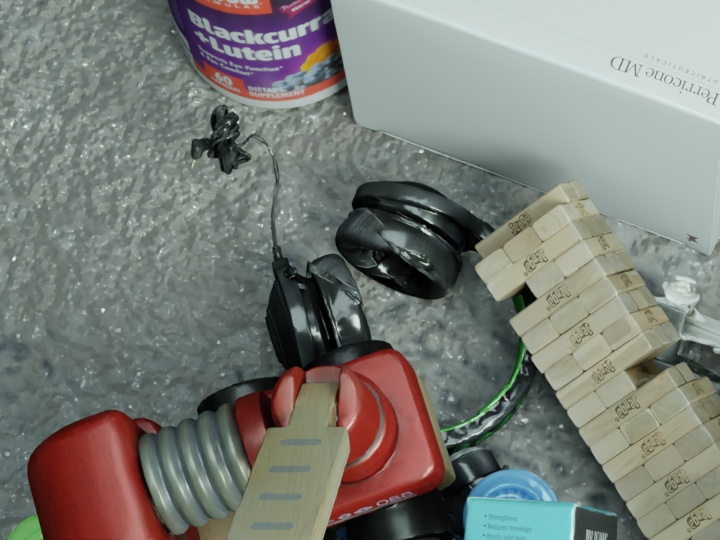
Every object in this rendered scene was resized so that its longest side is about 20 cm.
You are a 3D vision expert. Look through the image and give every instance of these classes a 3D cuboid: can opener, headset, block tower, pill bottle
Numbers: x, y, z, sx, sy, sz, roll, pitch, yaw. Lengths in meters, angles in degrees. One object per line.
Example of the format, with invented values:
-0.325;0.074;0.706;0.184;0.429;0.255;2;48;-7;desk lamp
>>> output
0.205;0.054;1.230;0.200;0.053;0.067;17;104;14;can opener
0.000;0.000;1.240;0.200;0.094;0.124;43;77;13;headset
0.129;0.057;1.194;0.058;0.054;0.200;-37;81;21;block tower
-0.049;-0.170;1.258;0.111;0.200;0.112;-2;67;5;pill bottle

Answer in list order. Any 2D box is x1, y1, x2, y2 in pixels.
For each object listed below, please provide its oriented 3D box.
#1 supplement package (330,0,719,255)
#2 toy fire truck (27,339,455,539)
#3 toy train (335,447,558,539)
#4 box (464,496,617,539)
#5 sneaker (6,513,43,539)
0.101;-0.115;1.245;0.200;0.156;0.111;21;71;13;supplement package
-0.057;0.094;1.072;0.176;0.200;0.129;-19;70;6;toy fire truck
0.069;0.180;1.167;0.114;0.087;0.200;-30;70;2;toy train
0.070;0.198;1.076;0.049;0.082;0.200;2;82;19;box
-0.069;0.131;1.210;0.200;0.077;0.084;-21;75;6;sneaker
